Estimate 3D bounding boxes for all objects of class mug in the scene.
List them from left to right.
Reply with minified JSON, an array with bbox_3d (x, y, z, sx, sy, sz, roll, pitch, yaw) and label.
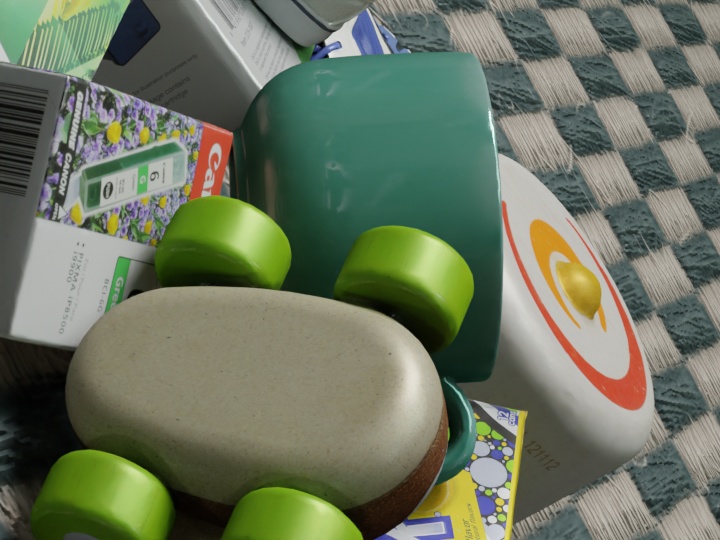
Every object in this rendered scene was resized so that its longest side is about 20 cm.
[{"bbox_3d":[0.000,-0.011,1.270,0.152,0.114,0.185,93,-7,-47],"label":"mug"}]

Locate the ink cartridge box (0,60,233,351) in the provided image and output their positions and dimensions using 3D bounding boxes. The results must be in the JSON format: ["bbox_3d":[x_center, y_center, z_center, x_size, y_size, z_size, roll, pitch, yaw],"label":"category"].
[{"bbox_3d":[-0.101,-0.017,1.197,0.200,0.050,0.109,16,86,-61],"label":"ink cartridge box"}]

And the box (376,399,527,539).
[{"bbox_3d":[0.029,0.144,1.272,0.070,0.064,0.200,12,39,-1],"label":"box"}]

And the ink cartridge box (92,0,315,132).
[{"bbox_3d":[-0.115,-0.157,1.378,0.200,0.087,0.145,55,20,-18],"label":"ink cartridge box"}]

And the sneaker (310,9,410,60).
[{"bbox_3d":[-0.027,-0.124,1.551,0.199,0.080,0.115,51,20,-27],"label":"sneaker"}]

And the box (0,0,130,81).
[{"bbox_3d":[-0.183,-0.129,1.146,0.200,0.036,0.144,42,64,-42],"label":"box"}]

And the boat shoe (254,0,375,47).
[{"bbox_3d":[-0.053,-0.188,1.342,0.200,0.070,0.071,45,25,-37],"label":"boat shoe"}]

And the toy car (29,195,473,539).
[{"bbox_3d":[-0.031,0.098,1.171,0.200,0.158,0.164,76,31,-50],"label":"toy car"}]

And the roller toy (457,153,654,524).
[{"bbox_3d":[0.063,0.035,1.460,0.182,0.140,0.200,11,51,-64],"label":"roller toy"}]
